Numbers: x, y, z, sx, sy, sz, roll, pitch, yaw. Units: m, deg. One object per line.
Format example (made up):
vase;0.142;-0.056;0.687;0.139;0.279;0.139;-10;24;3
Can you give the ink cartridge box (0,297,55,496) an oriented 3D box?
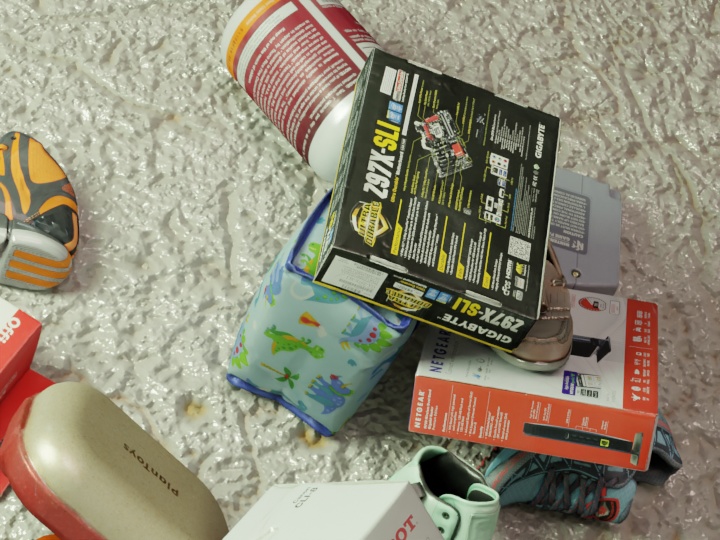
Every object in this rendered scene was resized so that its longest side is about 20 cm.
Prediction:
ink cartridge box;-0.313;0.061;1.309;0.199;0.067;0.116;31;51;3

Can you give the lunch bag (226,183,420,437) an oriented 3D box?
lunch bag;0.000;0.000;1.403;0.127;0.170;0.201;29;49;-4

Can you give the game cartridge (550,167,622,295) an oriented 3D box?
game cartridge;0.128;-0.041;1.568;0.199;0.042;0.134;16;56;-8

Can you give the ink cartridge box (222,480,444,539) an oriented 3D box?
ink cartridge box;-0.008;0.256;1.179;0.145;0.144;0.201;-46;113;-37

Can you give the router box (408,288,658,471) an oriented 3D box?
router box;0.138;0.073;1.399;0.178;0.049;0.200;9;24;5

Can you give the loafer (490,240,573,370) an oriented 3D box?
loafer;0.125;0.007;1.401;0.071;0.063;0.200;4;24;-4

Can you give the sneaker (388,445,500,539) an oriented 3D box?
sneaker;0.080;0.222;1.306;0.073;0.118;0.201;-24;68;-34

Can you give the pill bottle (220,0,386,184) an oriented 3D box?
pill bottle;-0.021;-0.147;1.529;0.112;0.113;0.200;-23;61;-32

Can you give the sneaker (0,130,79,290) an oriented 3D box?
sneaker;-0.313;-0.060;1.402;0.199;0.078;0.113;20;46;-20

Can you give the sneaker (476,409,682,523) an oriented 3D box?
sneaker;0.174;0.155;1.415;0.199;0.079;0.096;-19;66;-30

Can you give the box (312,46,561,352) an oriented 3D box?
box;0.060;-0.055;1.328;0.159;0.049;0.201;18;51;-10

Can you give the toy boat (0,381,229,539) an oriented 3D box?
toy boat;-0.181;0.184;1.242;0.200;0.131;0.131;44;15;-16
